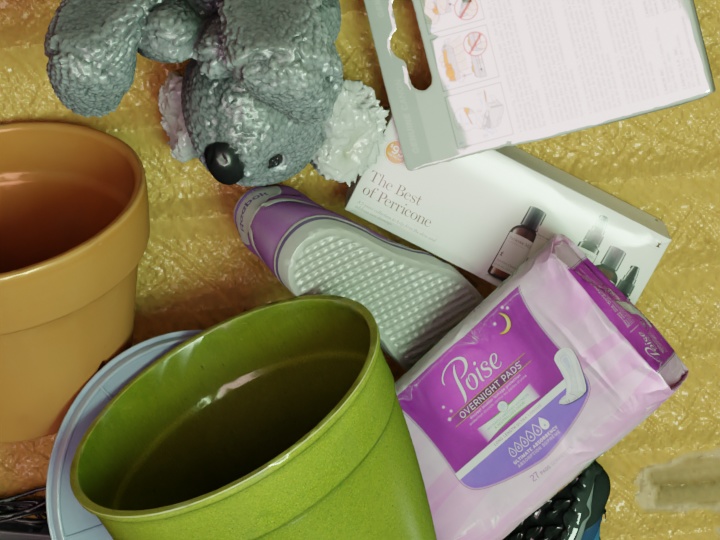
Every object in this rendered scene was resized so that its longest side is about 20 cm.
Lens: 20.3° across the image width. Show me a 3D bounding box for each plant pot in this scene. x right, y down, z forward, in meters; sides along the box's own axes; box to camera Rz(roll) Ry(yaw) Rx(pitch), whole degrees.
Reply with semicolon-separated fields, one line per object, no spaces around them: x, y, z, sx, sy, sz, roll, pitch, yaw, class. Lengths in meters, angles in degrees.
-0.040;0.152;1.193;0.199;0.201;0.194;-24;114;8;plant pot
-0.223;0.013;1.271;0.198;0.201;0.141;-6;122;3;plant pot

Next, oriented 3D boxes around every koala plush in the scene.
-0.069;-0.127;1.219;0.176;0.185;0.201;3;145;17;koala plush

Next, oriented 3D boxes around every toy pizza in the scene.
-0.105;0.138;1.271;0.199;0.032;0.202;1;88;-26;toy pizza

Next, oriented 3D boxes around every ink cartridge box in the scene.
0.108;-0.163;1.266;0.199;0.047;0.161;-14;93;11;ink cartridge box

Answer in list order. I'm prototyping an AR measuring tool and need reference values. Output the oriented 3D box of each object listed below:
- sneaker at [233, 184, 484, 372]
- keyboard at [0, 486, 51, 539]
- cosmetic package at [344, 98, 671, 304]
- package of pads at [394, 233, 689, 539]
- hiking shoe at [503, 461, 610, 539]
0.000;-0.001;1.316;0.200;0.114;0.073;35;90;-40;sneaker
-0.275;0.199;1.391;0.198;0.040;0.105;4;106;0;keyboard
0.095;-0.036;1.311;0.199;0.051;0.083;26;104;-6;cosmetic package
0.093;0.084;1.257;0.200;0.076;0.121;-43;84;21;package of pads
0.138;0.222;1.382;0.086;0.074;0.201;10;102;-31;hiking shoe
